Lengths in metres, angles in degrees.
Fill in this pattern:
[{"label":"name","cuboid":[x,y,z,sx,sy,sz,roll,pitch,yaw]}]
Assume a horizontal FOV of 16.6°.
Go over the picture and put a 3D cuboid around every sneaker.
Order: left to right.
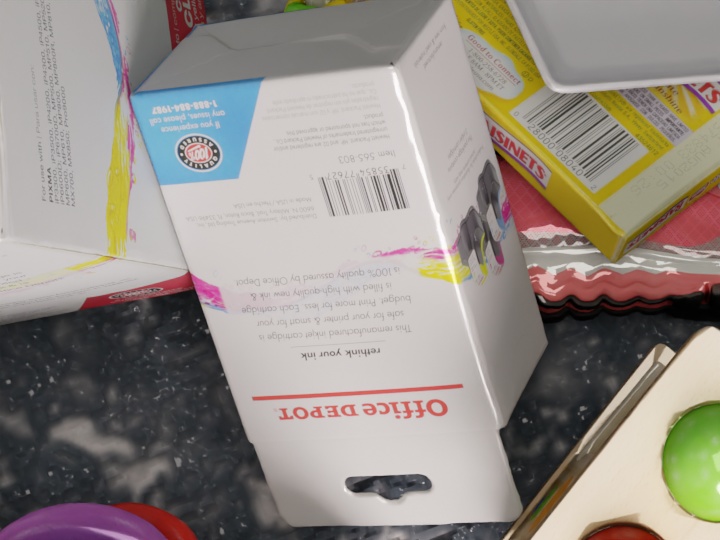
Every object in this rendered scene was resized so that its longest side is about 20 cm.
[{"label":"sneaker","cuboid":[0.121,-0.025,1.032,0.198,0.074,0.088,0,81,-1]}]

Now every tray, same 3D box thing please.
[{"label":"tray","cuboid":[0.142,-0.115,1.024,0.198,0.022,0.108,-6,54,-25]}]

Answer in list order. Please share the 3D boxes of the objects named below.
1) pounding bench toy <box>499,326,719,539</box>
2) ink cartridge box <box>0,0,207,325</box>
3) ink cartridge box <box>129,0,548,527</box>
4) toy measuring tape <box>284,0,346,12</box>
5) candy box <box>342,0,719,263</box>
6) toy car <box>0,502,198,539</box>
[{"label":"pounding bench toy","cuboid":[0.152,0.081,0.921,0.124,0.156,0.200,39,86,3]},{"label":"ink cartridge box","cuboid":[-0.158,-0.060,0.951,0.144,0.200,0.146,-9,83,19]},{"label":"ink cartridge box","cuboid":[0.000,0.000,0.973,0.114,0.068,0.201,-4,118,26]},{"label":"toy measuring tape","cuboid":[-0.039,-0.091,1.019,0.073,0.074,0.201,-24,111,-4]},{"label":"candy box","cuboid":[0.071,-0.100,1.026,0.102,0.026,0.200,-34,69,-30]},{"label":"toy car","cuboid":[-0.085,0.156,0.946,0.175,0.200,0.150,-41,79,10]}]
